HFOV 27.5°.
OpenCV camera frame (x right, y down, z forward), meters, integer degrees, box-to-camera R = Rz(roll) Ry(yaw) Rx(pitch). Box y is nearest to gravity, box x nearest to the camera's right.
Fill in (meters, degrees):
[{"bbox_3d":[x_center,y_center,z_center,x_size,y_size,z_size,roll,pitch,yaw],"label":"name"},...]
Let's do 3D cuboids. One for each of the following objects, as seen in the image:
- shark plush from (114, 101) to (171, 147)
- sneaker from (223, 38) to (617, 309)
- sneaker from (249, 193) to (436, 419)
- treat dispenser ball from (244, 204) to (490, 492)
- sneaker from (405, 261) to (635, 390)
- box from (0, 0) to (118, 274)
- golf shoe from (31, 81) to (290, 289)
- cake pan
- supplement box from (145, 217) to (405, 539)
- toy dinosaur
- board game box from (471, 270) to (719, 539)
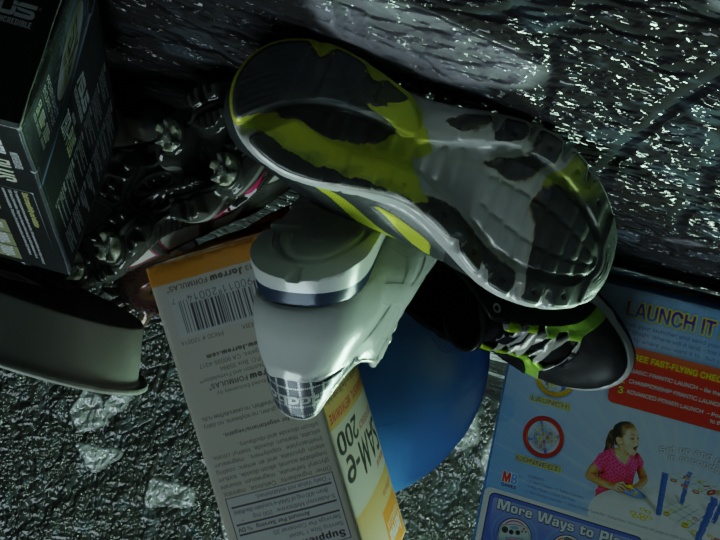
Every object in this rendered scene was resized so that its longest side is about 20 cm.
[{"bbox_3d":[-0.190,-0.091,0.838,0.083,0.091,0.200,48,-167,25],"label":"shark plush"},{"bbox_3d":[0.027,-0.047,0.667,0.199,0.075,0.085,29,176,-18],"label":"sneaker"},{"bbox_3d":[0.000,0.000,0.749,0.076,0.081,0.200,7,-157,24],"label":"sneaker"},{"bbox_3d":[-0.015,0.052,0.969,0.200,0.202,0.201,17,174,2],"label":"treat dispenser ball"},{"bbox_3d":[0.073,0.029,0.859,0.199,0.083,0.072,31,127,-15],"label":"sneaker"},{"bbox_3d":[-0.202,-0.085,0.652,0.163,0.087,0.200,15,163,0],"label":"box"},{"bbox_3d":[-0.103,-0.038,0.795,0.199,0.078,0.088,-18,170,37],"label":"golf shoe"},{"bbox_3d":[-0.210,0.018,0.847,0.199,0.037,0.200,22,-178,-1],"label":"cake pan"},{"bbox_3d":[-0.041,0.076,0.809,0.073,0.201,0.126,-16,-175,10],"label":"supplement box"},{"bbox_3d":[-0.140,-0.010,0.989,0.136,0.086,0.200,58,-178,14],"label":"toy dinosaur"},{"bbox_3d":[0.186,0.109,0.931,0.199,0.197,0.056,15,-169,22],"label":"board game box"}]
